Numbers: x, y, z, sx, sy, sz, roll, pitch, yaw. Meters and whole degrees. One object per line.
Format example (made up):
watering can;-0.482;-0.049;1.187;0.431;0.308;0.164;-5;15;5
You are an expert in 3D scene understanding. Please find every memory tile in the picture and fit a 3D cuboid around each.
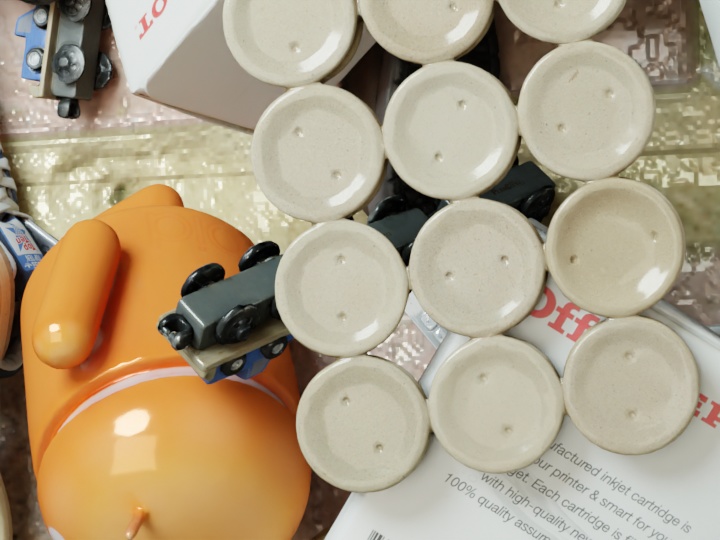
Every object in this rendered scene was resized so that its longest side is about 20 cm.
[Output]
memory tile;0.038;-0.025;0.781;0.152;0.017;0.202;-10;91;6

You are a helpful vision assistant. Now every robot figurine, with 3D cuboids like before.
robot figurine;-0.084;0.053;0.899;0.115;0.201;0.145;0;132;-14

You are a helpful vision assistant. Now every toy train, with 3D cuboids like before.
toy train;-0.131;-0.171;0.994;0.045;0.034;0.202;7;91;25
toy train;0.000;0.000;0.856;0.034;0.199;0.046;46;137;27

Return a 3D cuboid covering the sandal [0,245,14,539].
sandal;-0.202;0.083;0.957;0.077;0.070;0.213;21;120;20

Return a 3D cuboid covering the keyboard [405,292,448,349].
keyboard;0.082;0.049;0.916;0.056;0.011;0.200;-44;74;16

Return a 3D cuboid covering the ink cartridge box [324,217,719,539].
ink cartridge box;0.073;0.100;0.836;0.145;0.084;0.201;32;97;4

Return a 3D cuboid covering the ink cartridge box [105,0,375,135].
ink cartridge box;-0.044;-0.175;0.876;0.147;0.082;0.201;-45;47;31

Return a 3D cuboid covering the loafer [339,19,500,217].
loafer;0.015;-0.116;0.923;0.071;0.073;0.202;3;88;41

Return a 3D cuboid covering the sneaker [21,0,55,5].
sneaker;-0.204;-0.192;0.978;0.200;0.088;0.074;46;115;26

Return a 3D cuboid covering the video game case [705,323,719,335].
video game case;0.163;0.092;0.872;0.198;0.017;0.144;-10;84;19

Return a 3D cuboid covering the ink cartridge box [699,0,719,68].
ink cartridge box;0.231;-0.088;0.738;0.143;0.200;0.147;-12;81;-20

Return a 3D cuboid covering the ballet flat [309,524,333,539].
ballet flat;-0.048;0.162;0.939;0.200;0.063;0.069;-40;78;17

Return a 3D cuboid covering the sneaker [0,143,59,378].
sneaker;-0.182;-0.047;0.992;0.108;0.070;0.202;11;100;27
